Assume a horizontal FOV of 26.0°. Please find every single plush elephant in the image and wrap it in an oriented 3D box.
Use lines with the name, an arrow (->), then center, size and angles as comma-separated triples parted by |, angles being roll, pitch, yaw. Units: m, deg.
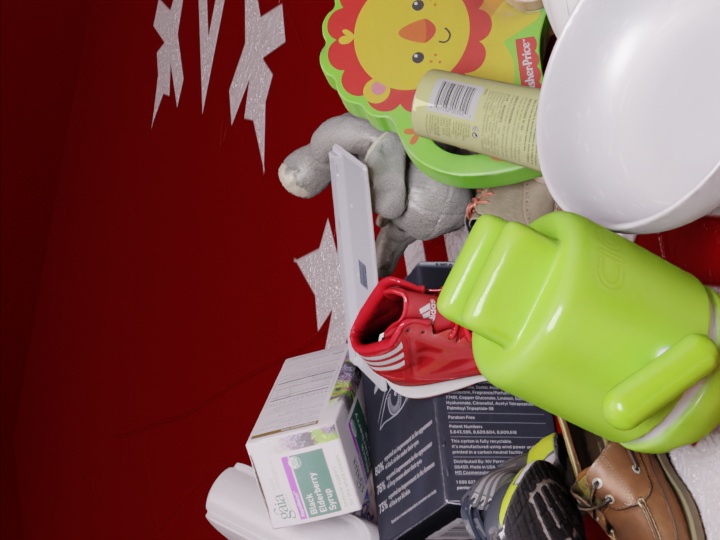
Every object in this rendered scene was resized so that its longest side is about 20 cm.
plush elephant -> 0.042, -0.069, 1.284 | 0.200, 0.164, 0.155 | -52, 27, 41

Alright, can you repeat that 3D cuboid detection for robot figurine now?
robot figurine -> 0.150, 0.039, 0.958 | 0.116, 0.199, 0.175 | -65, 19, -2

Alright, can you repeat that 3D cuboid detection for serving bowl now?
serving bowl -> 0.200, -0.113, 0.983 | 0.200, 0.066, 0.201 | -29, 52, 46

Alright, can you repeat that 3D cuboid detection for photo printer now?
photo printer -> -0.021, 0.251, 1.363 | 0.200, 0.166, 0.070 | 18, 70, 42

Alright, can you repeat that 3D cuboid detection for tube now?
tube -> 0.133, -0.096, 1.094 | 0.052, 0.199, 0.058 | -59, -30, -28

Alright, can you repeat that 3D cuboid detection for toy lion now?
toy lion -> 0.066, -0.156, 1.195 | 0.069, 0.191, 0.201 | 58, -156, -68

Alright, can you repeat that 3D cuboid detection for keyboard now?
keyboard -> 0.000, 0.000, 1.231 | 0.056, 0.011, 0.201 | 34, 138, 50

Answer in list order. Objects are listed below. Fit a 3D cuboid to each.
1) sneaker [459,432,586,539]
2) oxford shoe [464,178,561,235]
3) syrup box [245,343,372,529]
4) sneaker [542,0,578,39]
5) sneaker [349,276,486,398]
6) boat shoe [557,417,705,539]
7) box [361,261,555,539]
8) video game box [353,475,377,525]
sneaker -> 0.107, 0.169, 1.064 | 0.074, 0.081, 0.200 | 64, -166, 4
oxford shoe -> 0.119, -0.060, 1.209 | 0.070, 0.074, 0.201 | 137, 133, -62
syrup box -> -0.033, 0.135, 1.320 | 0.200, 0.081, 0.079 | -70, -36, -72
sneaker -> 0.179, -0.236, 1.071 | 0.100, 0.075, 0.201 | -124, 41, -60
sneaker -> 0.085, 0.038, 1.110 | 0.199, 0.115, 0.079 | -23, 64, 21
boat shoe -> 0.172, 0.146, 1.047 | 0.072, 0.068, 0.201 | 120, 145, -46
box -> 0.076, 0.112, 1.258 | 0.148, 0.104, 0.201 | 132, 137, -59
video game box -> 0.020, 0.172, 1.482 | 0.200, 0.047, 0.183 | 116, 152, -46
